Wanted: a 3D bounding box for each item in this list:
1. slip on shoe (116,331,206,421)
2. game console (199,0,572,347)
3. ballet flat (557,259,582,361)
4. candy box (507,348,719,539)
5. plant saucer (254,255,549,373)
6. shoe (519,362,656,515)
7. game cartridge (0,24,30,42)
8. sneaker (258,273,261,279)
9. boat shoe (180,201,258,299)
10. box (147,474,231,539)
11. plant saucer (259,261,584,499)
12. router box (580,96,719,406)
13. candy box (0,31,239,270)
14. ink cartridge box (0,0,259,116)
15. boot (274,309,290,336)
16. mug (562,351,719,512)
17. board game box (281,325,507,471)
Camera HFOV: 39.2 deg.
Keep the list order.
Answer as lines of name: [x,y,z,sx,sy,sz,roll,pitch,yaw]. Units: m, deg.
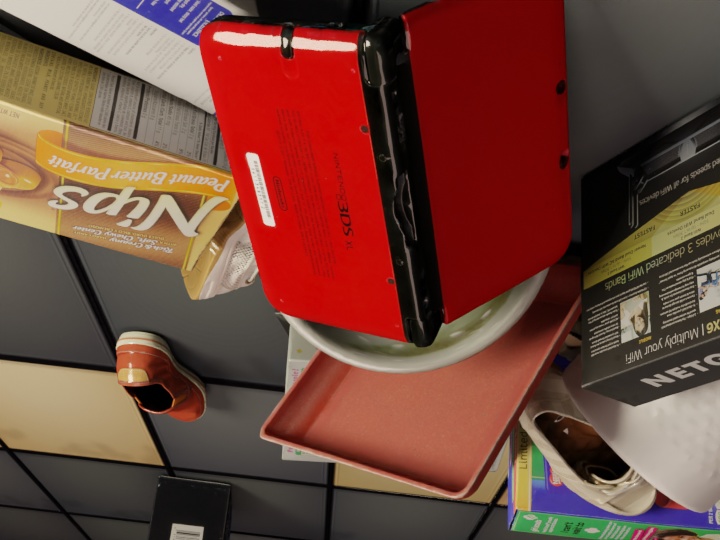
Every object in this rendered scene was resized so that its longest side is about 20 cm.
slip on shoe: [-0.222,0.132,1.118,0.073,0.062,0.201,0,154,8]
game console: [0.022,-0.070,0.589,0.170,0.119,0.202,11,131,27]
ballet flat: [0.157,0.029,0.815,0.198,0.076,0.068,23,150,-28]
candy box: [0.241,0.165,0.955,0.197,0.171,0.077,3,148,6]
plant saucer: [0.028,-0.034,0.665,0.197,0.203,0.050,8,-163,-3]
shoe: [0.186,0.150,0.823,0.070,0.054,0.200,-40,119,11]
game cartridge: [-0.242,-0.107,0.687,0.132,0.041,0.199,-22,141,38]
sneaker: [0.000,0.000,0.761,0.198,0.091,0.075,-14,131,27]
boat shoe: [-0.076,-0.049,0.736,0.068,0.072,0.200,-5,153,-29]
box: [-0.272,0.452,1.599,0.121,0.203,0.199,8,154,-4]
plant saucer: [0.052,0.071,0.729,0.198,0.201,0.037,6,139,44]
router box: [0.219,-0.020,0.614,0.052,0.159,0.199,20,151,-25]
candy box: [-0.178,-0.073,0.639,0.198,0.056,0.115,16,144,-23]
ink cartridge box: [-0.137,-0.160,0.555,0.198,0.040,0.099,26,147,-30]
boot: [0.020,0.069,0.950,0.162,0.066,0.201,-6,144,8]
mug: [0.277,0.070,0.765,0.199,0.148,0.176,23,113,-46]
board game box: [0.033,0.106,0.876,0.197,0.065,0.149,4,136,-4]
